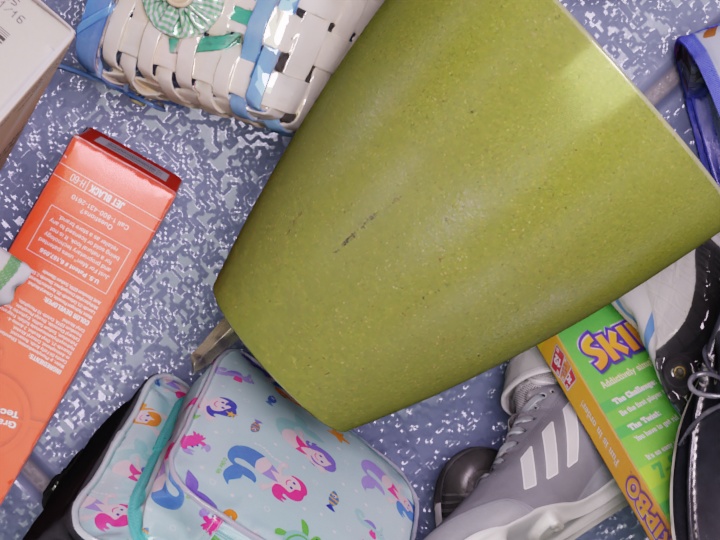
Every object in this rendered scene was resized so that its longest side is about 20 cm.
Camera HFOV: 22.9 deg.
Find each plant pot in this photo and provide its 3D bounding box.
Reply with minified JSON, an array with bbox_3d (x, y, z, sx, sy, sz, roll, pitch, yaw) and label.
[{"bbox_3d":[0.034,-0.027,0.812,0.200,0.187,0.187,-42,97,7],"label":"plant pot"}]

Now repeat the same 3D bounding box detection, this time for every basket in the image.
[{"bbox_3d":[-0.079,-0.163,0.872,0.199,0.139,0.177,25,95,29],"label":"basket"}]

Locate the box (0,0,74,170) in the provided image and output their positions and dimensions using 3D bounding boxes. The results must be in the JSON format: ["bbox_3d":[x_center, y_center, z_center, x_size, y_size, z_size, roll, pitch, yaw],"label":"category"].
[{"bbox_3d":[-0.209,-0.066,0.828,0.078,0.200,0.095,38,64,-7],"label":"box"}]

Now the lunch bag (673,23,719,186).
[{"bbox_3d":[0.268,-0.055,0.900,0.169,0.124,0.201,-18,73,0],"label":"lunch bag"}]

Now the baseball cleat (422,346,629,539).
[{"bbox_3d":[0.086,0.098,0.906,0.199,0.070,0.107,-20,56,-36],"label":"baseball cleat"}]

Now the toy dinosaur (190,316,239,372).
[{"bbox_3d":[0.000,0.000,0.914,0.199,0.048,0.088,-5,58,-24],"label":"toy dinosaur"}]

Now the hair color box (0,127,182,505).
[{"bbox_3d":[-0.165,0.029,0.898,0.061,0.102,0.201,29,93,-7],"label":"hair color box"}]

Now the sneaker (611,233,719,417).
[{"bbox_3d":[0.160,0.008,0.893,0.072,0.072,0.200,-35,66,12],"label":"sneaker"}]

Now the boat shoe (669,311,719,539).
[{"bbox_3d":[0.184,0.050,0.797,0.074,0.062,0.201,17,84,24],"label":"boat shoe"}]

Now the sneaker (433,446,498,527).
[{"bbox_3d":[0.100,0.186,0.931,0.066,0.090,0.201,-23,99,-16],"label":"sneaker"}]

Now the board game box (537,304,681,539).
[{"bbox_3d":[0.161,0.077,0.885,0.095,0.200,0.030,-7,142,-25],"label":"board game box"}]

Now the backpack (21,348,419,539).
[{"bbox_3d":[-0.053,0.151,0.875,0.200,0.178,0.151,43,114,-9],"label":"backpack"}]

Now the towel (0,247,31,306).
[{"bbox_3d":[-0.243,-0.043,0.780,0.200,0.152,0.023,43,61,-12],"label":"towel"}]
